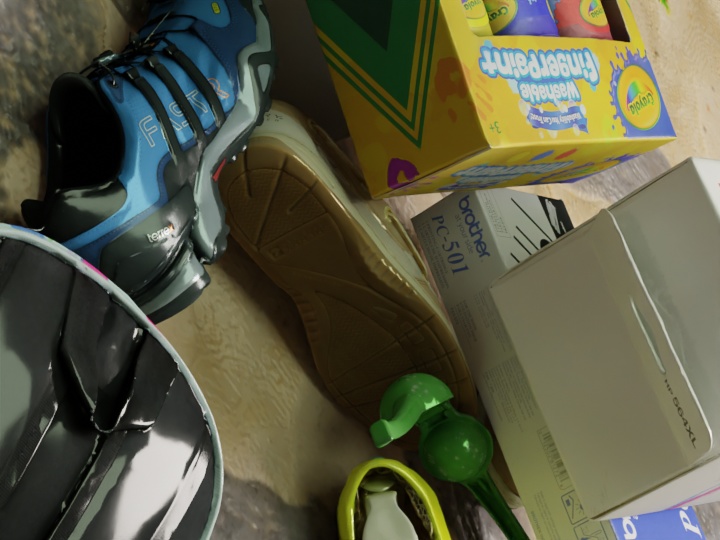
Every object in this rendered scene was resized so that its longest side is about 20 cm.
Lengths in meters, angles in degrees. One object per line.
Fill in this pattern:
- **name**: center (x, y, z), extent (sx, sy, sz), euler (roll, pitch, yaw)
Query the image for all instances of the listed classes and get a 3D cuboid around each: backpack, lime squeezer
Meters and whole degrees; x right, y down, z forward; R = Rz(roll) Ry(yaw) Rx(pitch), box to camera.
- **backpack**: center (-0.148, 0.085, 0.718), extent (0.178, 0.150, 0.200), euler (45, 68, -30)
- **lime squeezer**: center (0.045, 0.087, 1.048), extent (0.071, 0.038, 0.200), euler (49, 1, 38)

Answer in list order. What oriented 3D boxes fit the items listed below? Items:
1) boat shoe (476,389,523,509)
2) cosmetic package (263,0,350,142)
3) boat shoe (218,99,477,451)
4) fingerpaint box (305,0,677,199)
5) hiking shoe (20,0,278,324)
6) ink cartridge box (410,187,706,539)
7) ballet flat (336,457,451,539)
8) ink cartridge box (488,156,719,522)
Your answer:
- **boat shoe**: center (0.123, 0.058, 1.206), extent (0.072, 0.076, 0.200), euler (61, 35, -14)
- **cosmetic package**: center (-0.039, -0.171, 1.106), extent (0.200, 0.081, 0.113), euler (54, 34, -19)
- **boat shoe**: center (0.000, 0.000, 1.068), extent (0.200, 0.074, 0.069), euler (58, 24, -30)
- **fingerpaint box**: center (0.060, -0.127, 1.082), extent (0.200, 0.073, 0.167), euler (-6, 76, -57)
- **hiking shoe**: center (-0.092, -0.075, 0.981), extent (0.087, 0.074, 0.201), euler (40, 42, -36)
- **ink cartridge box**: center (0.100, 0.056, 1.109), extent (0.094, 0.044, 0.201), euler (7, 57, -55)
- **ballet flat**: center (0.022, 0.177, 1.000), extent (0.067, 0.067, 0.201), euler (87, -6, -66)
- **ink cartridge box**: center (0.166, 0.033, 1.058), extent (0.200, 0.125, 0.129), euler (1, 61, -55)
